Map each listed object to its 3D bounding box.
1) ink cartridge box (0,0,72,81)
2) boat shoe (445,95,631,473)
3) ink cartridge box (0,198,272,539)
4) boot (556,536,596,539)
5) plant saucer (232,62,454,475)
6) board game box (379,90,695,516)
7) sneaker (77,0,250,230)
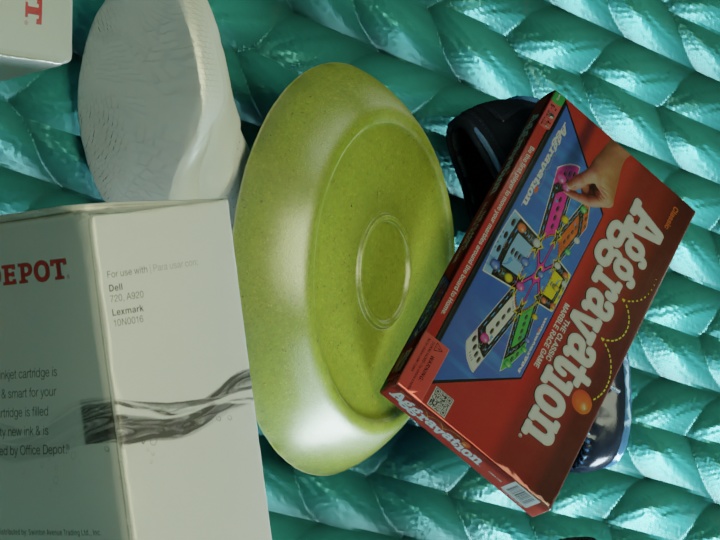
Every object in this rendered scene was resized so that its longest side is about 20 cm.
[{"bbox_3d":[-0.228,-0.152,0.982,0.200,0.144,0.146,7,81,-43],"label":"ink cartridge box"},{"bbox_3d":[0.082,0.011,1.326,0.068,0.084,0.201,-8,75,-36],"label":"boat shoe"},{"bbox_3d":[-0.117,0.073,1.068,0.084,0.146,0.201,-8,93,-45],"label":"ink cartridge box"},{"bbox_3d":[0.102,0.263,1.315,0.165,0.066,0.200,-37,108,-30],"label":"boot"},{"bbox_3d":[0.000,0.000,1.223,0.200,0.031,0.201,-9,100,-61],"label":"plant saucer"},{"bbox_3d":[0.093,0.014,1.271,0.103,0.019,0.200,40,57,-16],"label":"board game box"},{"bbox_3d":[-0.074,-0.045,1.183,0.088,0.075,0.201,-20,108,-52],"label":"sneaker"}]
